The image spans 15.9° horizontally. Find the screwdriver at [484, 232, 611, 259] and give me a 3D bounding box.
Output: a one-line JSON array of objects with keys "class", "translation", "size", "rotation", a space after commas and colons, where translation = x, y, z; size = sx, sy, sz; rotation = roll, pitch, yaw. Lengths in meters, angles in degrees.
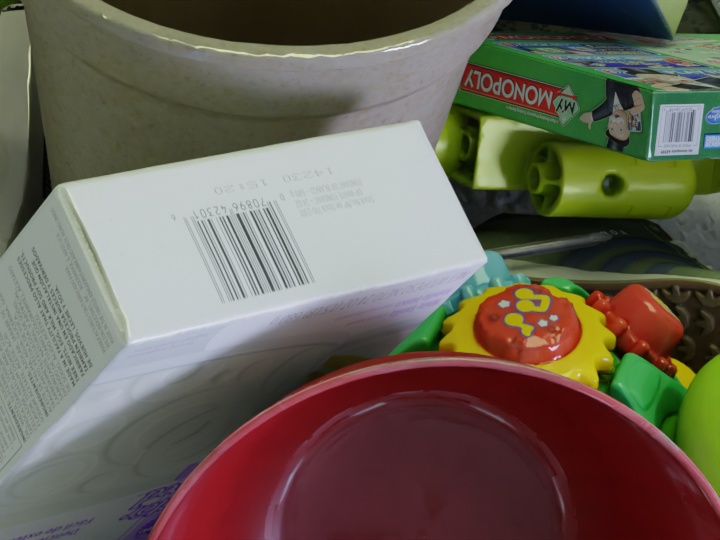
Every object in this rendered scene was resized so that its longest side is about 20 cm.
[{"class": "screwdriver", "translation": [0.000, 0.000, 1.024], "size": [0.199, 0.028, 0.029], "rotation": [-12, 36, -4]}]

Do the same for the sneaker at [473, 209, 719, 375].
[{"class": "sneaker", "translation": [0.123, 0.011, 1.049], "size": [0.200, 0.067, 0.090], "rotation": [9, 30, 21]}]

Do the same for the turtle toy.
[{"class": "turtle toy", "translation": [0.081, 0.058, 0.943], "size": [0.199, 0.101, 0.146], "rotation": [13, 42, 15]}]

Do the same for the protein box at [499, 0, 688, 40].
[{"class": "protein box", "translation": [0.035, -0.213, 1.068], "size": [0.200, 0.199, 0.135], "rotation": [10, 66, 29]}]

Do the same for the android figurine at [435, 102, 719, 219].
[{"class": "android figurine", "translation": [0.078, -0.058, 1.110], "size": [0.199, 0.041, 0.182], "rotation": [2, 13, -27]}]

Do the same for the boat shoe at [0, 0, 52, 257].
[{"class": "boat shoe", "translation": [-0.163, -0.013, 1.007], "size": [0.092, 0.075, 0.200], "rotation": [-12, 50, 14]}]

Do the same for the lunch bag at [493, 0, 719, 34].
[{"class": "lunch bag", "translation": [0.077, -0.175, 1.244], "size": [0.199, 0.118, 0.164], "rotation": [-8, 37, 18]}]

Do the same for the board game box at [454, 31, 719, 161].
[{"class": "board game box", "translation": [0.146, -0.074, 1.059], "size": [0.200, 0.029, 0.134], "rotation": [-4, 15, -37]}]

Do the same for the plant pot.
[{"class": "plant pot", "translation": [-0.043, -0.074, 0.942], "size": [0.200, 0.184, 0.201], "rotation": [5, 45, -5]}]

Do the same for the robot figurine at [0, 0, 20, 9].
[{"class": "robot figurine", "translation": [-0.182, -0.159, 1.113], "size": [0.116, 0.175, 0.200], "rotation": [58, 17, -17]}]

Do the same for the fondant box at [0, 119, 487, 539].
[{"class": "fondant box", "translation": [-0.070, 0.034, 0.852], "size": [0.144, 0.200, 0.058], "rotation": [-13, 69, -38]}]

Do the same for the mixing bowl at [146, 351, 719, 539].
[{"class": "mixing bowl", "translation": [0.022, 0.105, 0.839], "size": [0.200, 0.201, 0.108], "rotation": [12, 17, -7]}]
